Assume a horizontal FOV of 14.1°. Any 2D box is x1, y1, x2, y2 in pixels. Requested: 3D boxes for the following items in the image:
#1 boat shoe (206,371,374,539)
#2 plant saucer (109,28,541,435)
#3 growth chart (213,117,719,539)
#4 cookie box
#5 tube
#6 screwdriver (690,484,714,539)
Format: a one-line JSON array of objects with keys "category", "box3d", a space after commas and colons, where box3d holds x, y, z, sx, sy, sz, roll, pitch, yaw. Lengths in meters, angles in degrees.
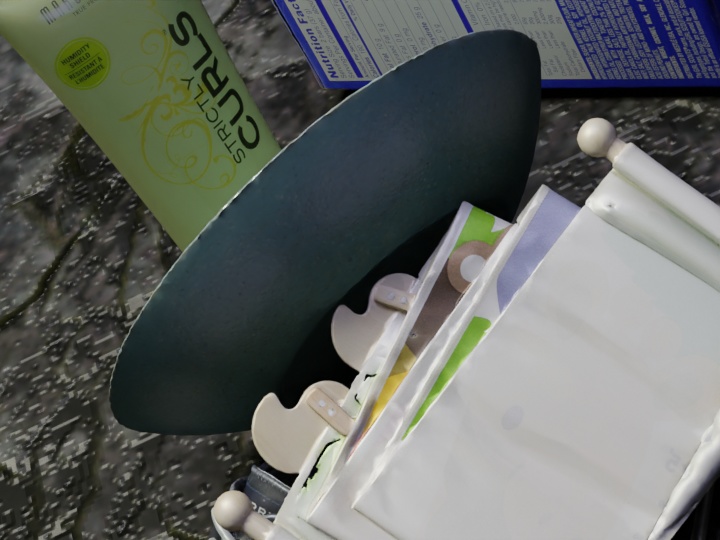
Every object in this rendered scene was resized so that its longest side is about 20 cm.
[{"category": "boat shoe", "box3d": [-0.024, 0.098, 1.013, 0.200, 0.068, 0.072, -44, 42, -16]}, {"category": "plant saucer", "box3d": [0.000, 0.000, 1.032, 0.201, 0.201, 0.039, -39, 72, -10]}, {"category": "growth chart", "box3d": [0.059, 0.047, 0.973, 0.145, 0.018, 0.200, 42, 86, 7]}, {"category": "cookie box", "box3d": [0.084, -0.156, 1.200, 0.200, 0.075, 0.171, 2, 48, 32]}, {"category": "tube", "box3d": [-0.068, -0.053, 1.091, 0.052, 0.200, 0.058, -5, 46, 30]}, {"category": "screwdriver", "box3d": [0.123, 0.062, 1.005, 0.028, 0.029, 0.200, -5, 55, 26]}]
